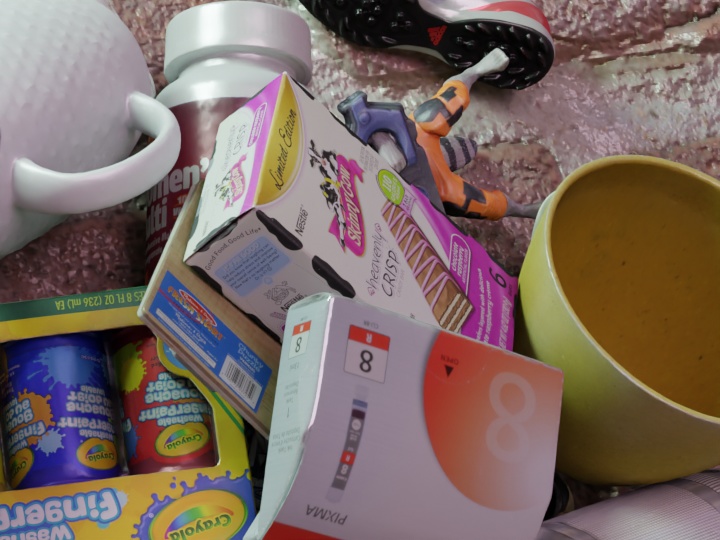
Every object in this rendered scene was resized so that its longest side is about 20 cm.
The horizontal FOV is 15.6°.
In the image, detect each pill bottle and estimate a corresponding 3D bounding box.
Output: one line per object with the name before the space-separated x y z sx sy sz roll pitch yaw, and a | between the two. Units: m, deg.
pill bottle | -0.076 -0.055 1.602 0.109 0.110 0.201 9 68 -27

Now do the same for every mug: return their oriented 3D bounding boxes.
mug | -0.193 -0.081 1.512 0.200 0.148 0.175 20 36 36

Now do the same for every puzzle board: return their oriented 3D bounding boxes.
puzzle board | -0.038 0.055 1.453 0.200 0.017 0.151 44 28 -15

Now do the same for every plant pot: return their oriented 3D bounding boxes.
plant pot | 0.169 0.052 1.601 0.199 0.142 0.200 16 46 -18

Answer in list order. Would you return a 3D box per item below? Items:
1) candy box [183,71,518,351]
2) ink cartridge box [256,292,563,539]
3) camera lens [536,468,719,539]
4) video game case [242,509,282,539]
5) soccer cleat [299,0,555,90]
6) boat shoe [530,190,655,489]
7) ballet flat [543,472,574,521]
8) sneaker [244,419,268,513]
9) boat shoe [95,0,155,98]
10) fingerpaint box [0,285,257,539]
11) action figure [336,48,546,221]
candy box | 0.000 0.000 1.489 0.200 0.061 0.137 40 32 -22
ink cartridge box | 0.025 0.128 1.377 0.162 0.050 0.201 19 66 -32
camera lens | 0.180 0.213 1.596 0.200 0.160 0.160 -15 74 -35
video game case | 0.012 0.189 1.459 0.200 0.022 0.182 61 23 -13
soccer cleat | 0.038 -0.186 1.788 0.199 0.068 0.073 19 34 -17
boat shoe | 0.162 0.043 1.720 0.074 0.066 0.200 -22 86 9
ballet flat | 0.087 0.141 1.595 0.200 0.057 0.067 28 86 -60
sneaker | -0.055 0.109 1.549 0.200 0.085 0.077 23 39 -22
boat shoe | -0.186 -0.177 1.636 0.200 0.071 0.069 54 39 -6
fingerpaint box | -0.163 0.102 1.458 0.199 0.073 0.167 -6 68 -6
action figure | 0.033 -0.033 1.702 0.193 0.104 0.201 -21 107 -31
